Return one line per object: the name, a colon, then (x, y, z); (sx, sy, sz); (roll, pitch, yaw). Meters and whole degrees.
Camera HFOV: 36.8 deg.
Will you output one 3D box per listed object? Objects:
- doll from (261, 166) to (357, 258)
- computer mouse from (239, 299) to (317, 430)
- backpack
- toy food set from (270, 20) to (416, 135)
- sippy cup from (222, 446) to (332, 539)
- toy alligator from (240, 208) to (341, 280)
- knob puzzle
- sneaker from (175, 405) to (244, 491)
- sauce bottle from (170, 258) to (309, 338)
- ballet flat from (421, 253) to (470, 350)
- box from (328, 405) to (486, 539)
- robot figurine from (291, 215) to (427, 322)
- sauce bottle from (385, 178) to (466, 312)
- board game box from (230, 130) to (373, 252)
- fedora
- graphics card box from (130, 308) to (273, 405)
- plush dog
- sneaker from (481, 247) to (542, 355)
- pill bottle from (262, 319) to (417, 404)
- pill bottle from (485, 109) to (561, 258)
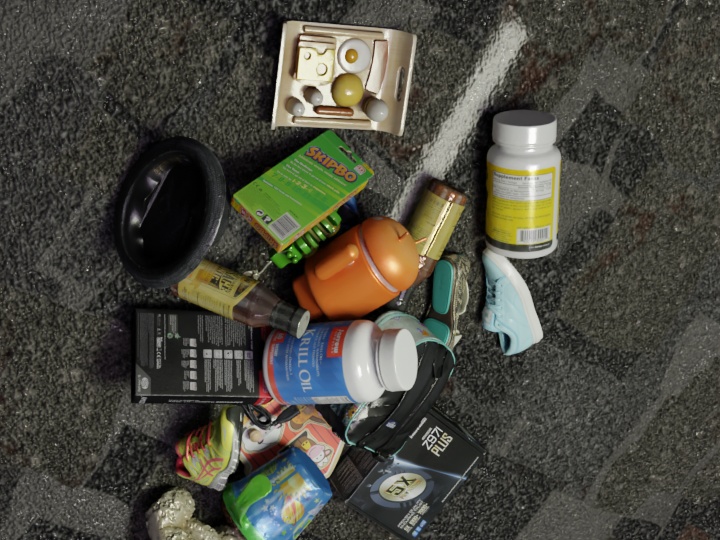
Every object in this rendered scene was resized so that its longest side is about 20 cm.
doll: (-0.066, -0.074, 1.552); (0.198, 0.049, 0.138); (22, 105, -32)
computer mouse: (-0.110, 0.147, 1.606); (0.199, 0.046, 0.141); (-39, 106, -4)
backpack: (0.037, 0.159, 1.615); (0.200, 0.154, 0.175); (-47, 142, 7)
toy food set: (-0.024, -0.261, 1.489); (0.197, 0.060, 0.146); (0, 110, -24)
sippy cup: (-0.118, 0.342, 1.632); (0.130, 0.178, 0.140); (-41, 99, 4)
toy alligator: (-0.086, -0.037, 1.498); (0.200, 0.054, 0.059); (-43, 124, 0)
knob puzzle: (-0.098, 0.260, 1.681); (0.216, 0.030, 0.223); (-9, 113, -21)
sneaker: (-0.222, 0.258, 1.566); (0.089, 0.079, 0.201); (13, 138, -12)
sauce bottle: (-0.164, 0.037, 1.483); (0.197, 0.066, 0.067); (20, 106, 13)
ballet flat: (0.136, 0.071, 1.693); (0.075, 0.067, 0.203); (-3, 111, -46)
box: (0.076, 0.312, 1.744); (0.163, 0.086, 0.201); (39, 92, -30)
robot figurine: (0.001, 0.000, 1.526); (0.198, 0.117, 0.144); (-31, 121, 20)
sauce bottle: (0.090, -0.035, 1.617); (0.065, 0.066, 0.202); (22, 102, -28)
board game box: (-0.075, -0.112, 1.466); (0.095, 0.030, 0.199); (44, 56, 9)
fedora: (-0.235, -0.072, 1.438); (0.091, 0.199, 0.203); (10, 109, -57)
graphics card box: (-0.222, 0.122, 1.517); (0.197, 0.051, 0.128); (3, 70, -21)
plush dog: (-0.235, 0.440, 1.641); (0.170, 0.159, 0.203); (-1, 112, -47)
sneaker: (0.225, 0.056, 1.714); (0.081, 0.074, 0.202); (-34, 119, -11)
pill bottle: (-0.026, 0.126, 1.488); (0.197, 0.113, 0.114); (-6, 121, 25)
pill bottle: (0.244, -0.131, 1.626); (0.112, 0.114, 0.203); (-10, 113, -19)
